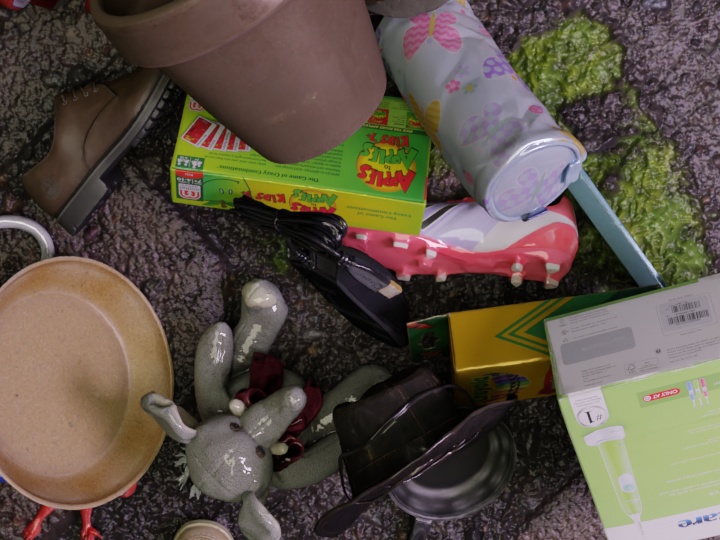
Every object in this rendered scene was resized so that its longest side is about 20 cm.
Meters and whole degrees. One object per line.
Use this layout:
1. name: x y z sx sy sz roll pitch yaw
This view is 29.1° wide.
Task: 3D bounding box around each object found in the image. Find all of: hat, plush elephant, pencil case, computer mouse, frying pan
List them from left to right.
1. plush elephant: -0.085 0.125 1.111 0.165 0.155 0.200 44 96 -6
2. computer mouse: 0.000 0.000 1.081 0.200 0.140 0.046 43 75 -36
3. hat: 0.024 0.123 1.058 0.200 0.201 0.081 -36 79 5
4. frying pan: 0.075 0.192 1.183 0.114 0.031 0.191 -7 119 -8
5. pencil case: 0.088 -0.132 1.062 0.090 0.083 0.200 -27 57 -10

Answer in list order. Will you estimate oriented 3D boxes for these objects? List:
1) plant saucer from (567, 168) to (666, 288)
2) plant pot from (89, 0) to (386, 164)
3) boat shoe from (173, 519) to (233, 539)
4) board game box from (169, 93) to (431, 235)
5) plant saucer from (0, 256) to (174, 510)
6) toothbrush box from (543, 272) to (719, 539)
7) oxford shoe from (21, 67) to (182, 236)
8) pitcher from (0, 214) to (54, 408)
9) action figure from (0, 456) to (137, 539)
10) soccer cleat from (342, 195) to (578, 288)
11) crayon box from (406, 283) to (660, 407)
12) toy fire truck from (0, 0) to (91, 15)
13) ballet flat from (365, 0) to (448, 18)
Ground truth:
1. plant saucer: 0.186 -0.059 1.128 0.019 0.070 0.200 -35 97 12
2. plant pot: -0.067 -0.177 1.009 0.200 0.200 0.175 -33 122 5
3. boat shoe: -0.141 0.315 1.185 0.072 0.065 0.201 8 98 -1
4. board game box: -0.044 -0.095 1.109 0.199 0.048 0.102 8 59 -1
5. plant saucer: -0.237 0.090 1.117 0.035 0.200 0.201 -9 101 42
6. toothbrush box: 0.233 0.112 1.039 0.145 0.086 0.201 -16 130 12
7. oxford shoe: -0.204 -0.129 1.119 0.084 0.073 0.200 39 97 -3
8. pitcher: -0.360 0.020 1.129 0.199 0.121 0.173 16 78 -13
9. action figure: -0.288 0.193 1.170 0.199 0.065 0.100 4 92 1
10. soccer cleat: 0.080 -0.034 1.144 0.199 0.067 0.077 7 62 7
11. crayon box: 0.139 0.065 1.116 0.199 0.127 0.051 -8 72 3
12. toy fire truck: -0.201 -0.280 1.048 0.112 0.168 0.200 36 97 -5
13. ballet flat: 0.000 -0.222 1.074 0.199 0.046 0.068 -8 114 40
